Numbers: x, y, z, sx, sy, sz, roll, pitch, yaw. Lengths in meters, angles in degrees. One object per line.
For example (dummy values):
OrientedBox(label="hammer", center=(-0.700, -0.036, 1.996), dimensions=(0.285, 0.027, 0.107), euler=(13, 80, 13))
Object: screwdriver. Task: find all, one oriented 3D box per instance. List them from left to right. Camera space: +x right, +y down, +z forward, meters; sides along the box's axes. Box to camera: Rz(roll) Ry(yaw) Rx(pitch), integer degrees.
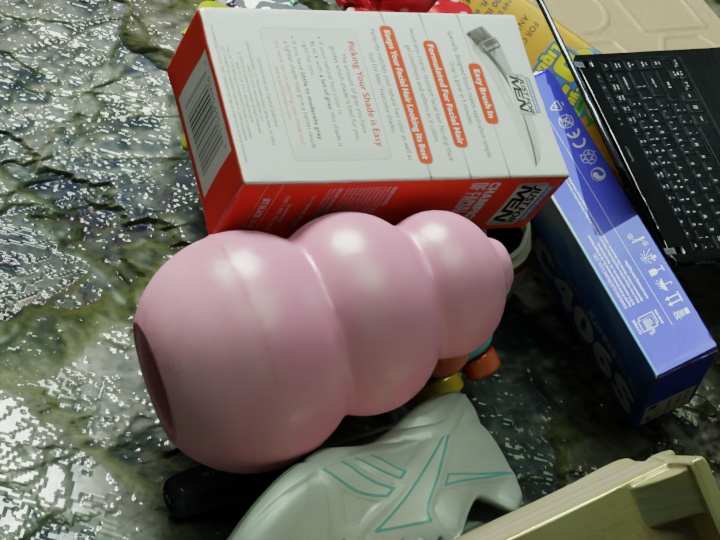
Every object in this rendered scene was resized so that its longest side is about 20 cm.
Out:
OrientedBox(label="screwdriver", center=(-0.022, 0.097, 1.020), dimensions=(0.199, 0.028, 0.029), euler=(-17, 22, -37))

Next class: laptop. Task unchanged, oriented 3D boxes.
OrientedBox(label="laptop", center=(0.199, -0.102, 1.148), dimensions=(0.199, 0.104, 0.178), euler=(-5, 54, -21))

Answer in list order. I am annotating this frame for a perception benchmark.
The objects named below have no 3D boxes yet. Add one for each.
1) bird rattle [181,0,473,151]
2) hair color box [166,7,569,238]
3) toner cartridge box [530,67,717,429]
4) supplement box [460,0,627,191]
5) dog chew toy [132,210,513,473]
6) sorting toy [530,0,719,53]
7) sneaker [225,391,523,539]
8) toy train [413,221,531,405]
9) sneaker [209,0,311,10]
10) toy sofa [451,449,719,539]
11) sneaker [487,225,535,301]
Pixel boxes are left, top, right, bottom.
OrientedBox(label="bird rattle", center=(-0.011, -0.110, 1.124), dimensions=(0.199, 0.113, 0.164), euler=(-21, 65, -22))
OrientedBox(label="hair color box", center=(0.004, -0.081, 1.018), dimensions=(0.199, 0.064, 0.112), euler=(-3, 63, -27))
OrientedBox(label="toner cartridge box", center=(0.137, -0.012, 1.108), dimensions=(0.043, 0.095, 0.201), euler=(-24, 69, -12))
OrientedBox(label="supplement box", center=(0.117, -0.136, 1.264), dimensions=(0.199, 0.069, 0.067), euler=(35, 82, 1))
OrientedBox(label="dog chew toy", center=(-0.014, 0.027, 0.964), dimensions=(0.199, 0.125, 0.125), euler=(-18, 50, -16))
OrientedBox(label="sorting toy", center=(0.205, -0.170, 1.408), dimensions=(0.184, 0.037, 0.200), euler=(-7, 42, -28))
OrientedBox(label="sneaker", center=(0.008, 0.130, 0.960), dimensions=(0.200, 0.071, 0.080), euler=(-23, 63, -37))
OrientedBox(label="toy train", center=(0.000, 0.000, 1.044), dimensions=(0.199, 0.151, 0.056), euler=(13, 4, -10))
OrientedBox(label="sneaker", center=(-0.031, -0.145, 1.230), dimensions=(0.087, 0.074, 0.201), euler=(-33, 60, 6))
OrientedBox(label="toy sofa", center=(0.084, 0.164, 0.900), dimensions=(0.199, 0.098, 0.083), euler=(-23, 89, -14))
OrientedBox(label="sneaker", center=(0.010, -0.024, 1.113), dimensions=(0.198, 0.085, 0.073), euler=(3, 62, -17))
